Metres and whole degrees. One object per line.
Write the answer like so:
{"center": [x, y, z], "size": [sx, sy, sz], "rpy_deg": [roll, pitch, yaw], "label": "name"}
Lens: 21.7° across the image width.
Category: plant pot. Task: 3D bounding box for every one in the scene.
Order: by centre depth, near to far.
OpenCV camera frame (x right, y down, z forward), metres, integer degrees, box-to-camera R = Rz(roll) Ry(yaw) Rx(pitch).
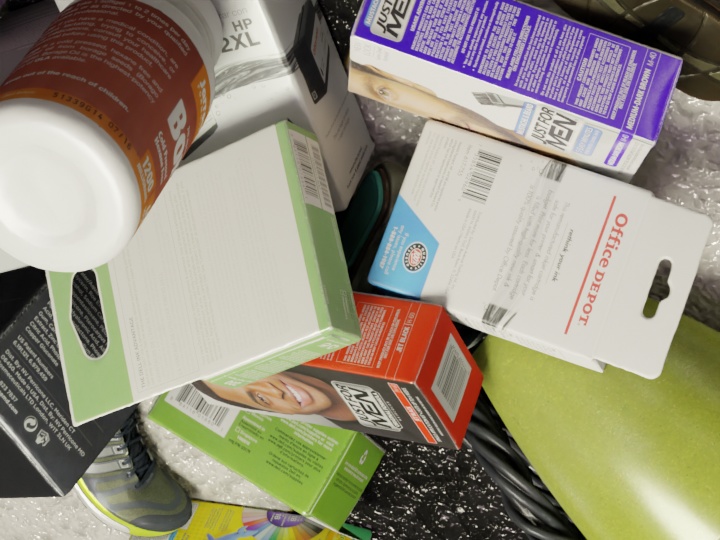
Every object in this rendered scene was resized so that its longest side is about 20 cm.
{"center": [0.178, 0.092, 1.302], "size": [0.200, 0.187, 0.188], "rpy_deg": [40, 130, 4], "label": "plant pot"}

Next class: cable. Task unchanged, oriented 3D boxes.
{"center": [0.117, 0.156, 1.376], "size": [0.051, 0.163, 0.200], "rpy_deg": [-39, 102, 10], "label": "cable"}

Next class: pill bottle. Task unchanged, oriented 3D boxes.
{"center": [-0.152, -0.098, 1.125], "size": [0.111, 0.201, 0.113], "rpy_deg": [9, 128, 12], "label": "pill bottle"}

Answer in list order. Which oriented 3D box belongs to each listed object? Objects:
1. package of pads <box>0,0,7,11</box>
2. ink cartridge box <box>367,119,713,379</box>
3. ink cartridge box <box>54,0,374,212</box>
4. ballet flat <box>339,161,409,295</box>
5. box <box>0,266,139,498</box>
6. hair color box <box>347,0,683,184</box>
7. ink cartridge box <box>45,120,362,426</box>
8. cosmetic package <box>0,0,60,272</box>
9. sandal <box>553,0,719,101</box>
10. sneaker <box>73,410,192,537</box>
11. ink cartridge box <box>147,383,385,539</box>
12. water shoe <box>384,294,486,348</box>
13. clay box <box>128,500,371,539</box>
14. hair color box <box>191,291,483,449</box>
{"center": [-0.300, -0.206, 1.282], "size": [0.120, 0.076, 0.200], "rpy_deg": [37, 129, -8], "label": "package of pads"}
{"center": [0.120, -0.009, 1.225], "size": [0.198, 0.117, 0.068], "rpy_deg": [20, 174, 15], "label": "ink cartridge box"}
{"center": [-0.095, -0.133, 1.264], "size": [0.144, 0.084, 0.201], "rpy_deg": [-8, 123, 23], "label": "ink cartridge box"}
{"center": [0.000, 0.000, 1.354], "size": [0.063, 0.068, 0.200], "rpy_deg": [8, 139, -28], "label": "ballet flat"}
{"center": [-0.240, 0.055, 1.351], "size": [0.196, 0.200, 0.118], "rpy_deg": [-8, 126, 48], "label": "box"}
{"center": [0.093, -0.124, 1.192], "size": [0.198, 0.065, 0.109], "rpy_deg": [21, 168, 4], "label": "hair color box"}
{"center": [-0.107, 0.007, 1.222], "size": [0.199, 0.147, 0.048], "rpy_deg": [-22, 160, 24], "label": "ink cartridge box"}
{"center": [-0.217, -0.095, 1.257], "size": [0.089, 0.201, 0.107], "rpy_deg": [-12, 118, 26], "label": "cosmetic package"}
{"center": [0.178, -0.180, 1.163], "size": [0.199, 0.055, 0.082], "rpy_deg": [31, 137, -26], "label": "sandal"}
{"center": [-0.205, 0.138, 1.522], "size": [0.081, 0.074, 0.200], "rpy_deg": [-32, 113, 32], "label": "sneaker"}
{"center": [-0.057, 0.131, 1.430], "size": [0.147, 0.076, 0.200], "rpy_deg": [30, 175, 19], "label": "ink cartridge box"}
{"center": [0.035, 0.045, 1.339], "size": [0.072, 0.079, 0.200], "rpy_deg": [52, 141, 17], "label": "water shoe"}
{"center": [-0.096, 0.250, 1.543], "size": [0.198, 0.115, 0.048], "rpy_deg": [7, 130, 14], "label": "clay box"}
{"center": [-0.028, 0.058, 1.262], "size": [0.198, 0.062, 0.102], "rpy_deg": [8, 153, 28], "label": "hair color box"}
